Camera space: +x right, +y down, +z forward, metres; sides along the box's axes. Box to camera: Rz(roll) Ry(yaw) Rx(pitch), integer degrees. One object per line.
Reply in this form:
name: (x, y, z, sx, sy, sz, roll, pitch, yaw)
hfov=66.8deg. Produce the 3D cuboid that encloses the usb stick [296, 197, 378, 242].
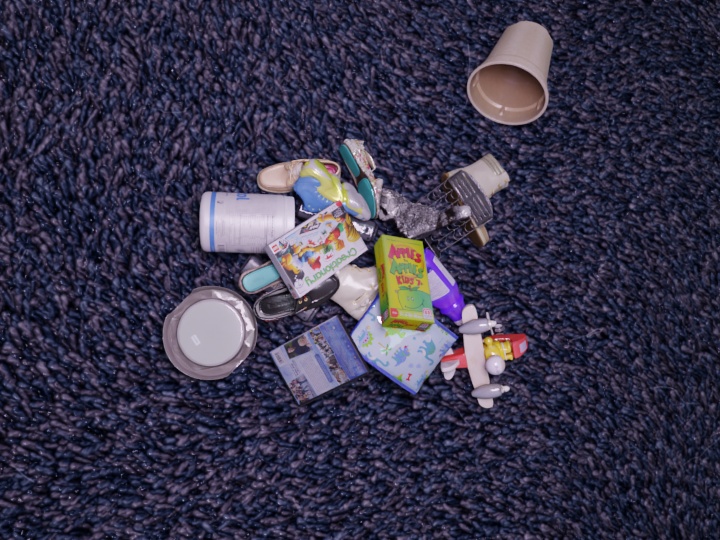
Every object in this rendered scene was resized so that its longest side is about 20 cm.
usb stick: (-0.055, -0.121, 1.293, 0.198, 0.033, 0.056, 20, 80, -9)

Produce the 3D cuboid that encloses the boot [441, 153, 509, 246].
boot: (0.306, -0.176, 1.352, 0.154, 0.072, 0.201, -26, 89, -15)

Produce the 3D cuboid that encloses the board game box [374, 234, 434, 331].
board game box: (0.091, 0.025, 1.165, 0.101, 0.048, 0.202, 8, 57, -20)

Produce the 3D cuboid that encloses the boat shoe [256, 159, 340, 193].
boat shoe: (-0.141, -0.227, 1.268, 0.198, 0.069, 0.075, -11, 86, -12)

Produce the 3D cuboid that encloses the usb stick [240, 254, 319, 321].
usb stick: (-0.183, 0.041, 1.243, 0.199, 0.033, 0.056, 38, 81, -6)

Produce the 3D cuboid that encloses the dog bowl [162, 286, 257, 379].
dog bowl: (-0.327, 0.136, 1.200, 0.198, 0.059, 0.202, 1, 83, -10)

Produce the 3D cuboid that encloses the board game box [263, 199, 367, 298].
board game box: (-0.091, -0.047, 1.166, 0.199, 0.035, 0.127, -36, 102, -28)

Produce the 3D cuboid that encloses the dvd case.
dvd case: (-0.093, 0.202, 1.204, 0.199, 0.018, 0.144, -29, 91, 22)

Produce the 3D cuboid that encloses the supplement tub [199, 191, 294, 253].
supplement tub: (-0.248, -0.104, 1.204, 0.198, 0.132, 0.133, 1, 84, -12)

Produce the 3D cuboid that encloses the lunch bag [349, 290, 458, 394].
lunch bag: (0.084, 0.148, 1.227, 0.199, 0.127, 0.171, 36, 90, -22)

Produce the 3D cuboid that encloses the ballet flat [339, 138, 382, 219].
ballet flat: (0.017, -0.224, 1.300, 0.064, 0.075, 0.202, -24, 93, -28)

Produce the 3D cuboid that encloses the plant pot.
plant pot: (0.387, -0.499, 1.352, 0.199, 0.200, 0.185, 28, 68, -7)

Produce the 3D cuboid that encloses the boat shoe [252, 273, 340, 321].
boat shoe: (-0.138, 0.059, 1.193, 0.200, 0.063, 0.074, -19, 95, -1)

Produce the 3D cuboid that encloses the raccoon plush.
raccoon plush: (0.138, -0.148, 1.254, 0.198, 0.097, 0.135, -21, 83, -2)

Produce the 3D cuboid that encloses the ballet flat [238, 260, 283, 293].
ballet flat: (-0.174, -0.004, 1.192, 0.198, 0.067, 0.069, -17, 94, -20)

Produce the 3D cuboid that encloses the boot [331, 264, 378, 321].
boot: (0.000, 0.000, 1.262, 0.154, 0.072, 0.201, 33, 86, -6)

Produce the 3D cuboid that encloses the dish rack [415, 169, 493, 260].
dish rack: (0.204, -0.131, 1.289, 0.199, 0.055, 0.154, -35, 91, 24)

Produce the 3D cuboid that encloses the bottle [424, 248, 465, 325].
bottle: (0.187, 0.044, 1.296, 0.200, 0.083, 0.065, 49, 41, -15)

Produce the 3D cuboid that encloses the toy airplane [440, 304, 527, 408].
toy airplane: (0.279, 0.202, 1.268, 0.199, 0.141, 0.200, 30, 95, -18)

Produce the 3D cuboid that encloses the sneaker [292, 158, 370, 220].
sneaker: (-0.071, -0.163, 1.253, 0.105, 0.076, 0.200, -40, 116, 21)
